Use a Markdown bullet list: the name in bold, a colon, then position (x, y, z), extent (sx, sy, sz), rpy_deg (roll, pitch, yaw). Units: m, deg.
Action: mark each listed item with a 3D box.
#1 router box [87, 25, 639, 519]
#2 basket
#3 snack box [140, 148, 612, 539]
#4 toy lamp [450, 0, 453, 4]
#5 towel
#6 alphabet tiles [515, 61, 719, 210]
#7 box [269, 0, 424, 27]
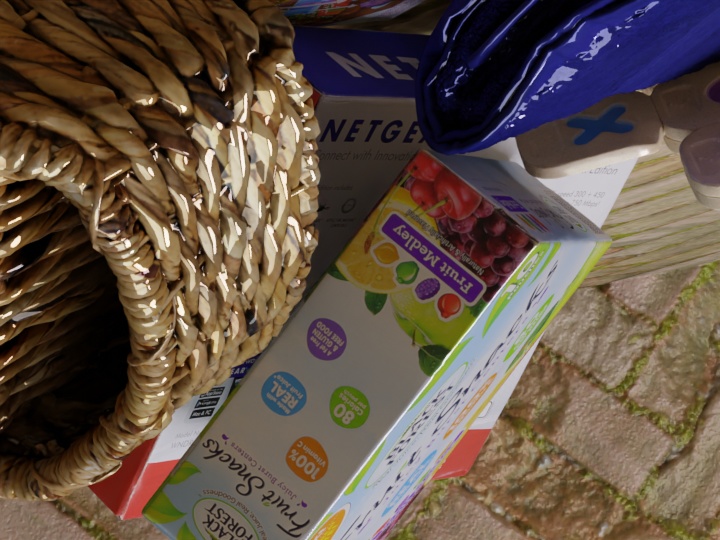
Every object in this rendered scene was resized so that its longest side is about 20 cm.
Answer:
- **router box**: position (0.000, 0.000, 1.023), extent (0.199, 0.049, 0.180), rpy_deg (-3, 127, -48)
- **basket**: position (-0.109, -0.009, 0.761), extent (0.149, 0.143, 0.200), rpy_deg (-33, 162, -26)
- **snack box**: position (0.013, 0.032, 0.910), extent (0.143, 0.053, 0.200), rpy_deg (-54, 171, 7)
- **toy lamp**: position (0.127, -0.125, 0.974), extent (0.199, 0.059, 0.058), rpy_deg (-12, 174, 3)
- **towel**: position (0.111, -0.106, 0.843), extent (0.147, 0.050, 0.200), rpy_deg (-38, 170, 37)
- **alphabet tiles**: position (0.143, -0.083, 0.967), extent (0.194, 0.015, 0.200), rpy_deg (-16, -149, 1)
- **box**: position (-0.012, -0.115, 0.880), extent (0.136, 0.039, 0.200), rpy_deg (-9, 175, -26)
